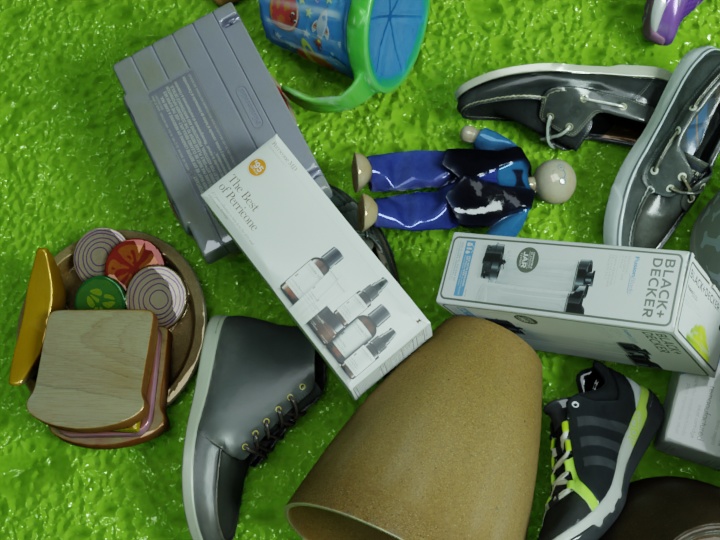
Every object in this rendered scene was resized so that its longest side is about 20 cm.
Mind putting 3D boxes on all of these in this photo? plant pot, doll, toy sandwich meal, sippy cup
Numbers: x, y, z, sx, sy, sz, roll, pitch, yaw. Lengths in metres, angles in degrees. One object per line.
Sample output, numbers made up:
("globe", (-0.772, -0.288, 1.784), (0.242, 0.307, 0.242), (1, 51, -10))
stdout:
("plant pot", (0.065, 0.143, 0.802), (0.184, 0.187, 0.202), (22, 64, 14))
("doll", (0.094, -0.068, 0.901), (0.196, 0.049, 0.139), (-5, 68, -8))
("toy sandwich meal", (-0.231, 0.055, 0.914), (0.201, 0.070, 0.210), (-2, 74, 8))
("plant pot", (0.239, 0.233, 0.726), (0.183, 0.200, 0.191), (-2, 73, 7))
("sippy cup", (-0.019, -0.245, 0.945), (0.128, 0.141, 0.178), (18, 46, 23))

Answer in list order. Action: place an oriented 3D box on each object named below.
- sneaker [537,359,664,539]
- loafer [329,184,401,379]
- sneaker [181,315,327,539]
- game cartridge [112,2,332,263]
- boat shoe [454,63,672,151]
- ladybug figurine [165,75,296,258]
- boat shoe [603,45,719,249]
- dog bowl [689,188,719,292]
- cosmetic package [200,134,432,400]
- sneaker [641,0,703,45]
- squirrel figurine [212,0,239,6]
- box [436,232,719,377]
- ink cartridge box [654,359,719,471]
("sneaker", (0.167, 0.144, 0.798), (0.083, 0.072, 0.200), (40, 45, 4))
("loafer", (0.000, 0.000, 0.899), (0.071, 0.063, 0.202), (-29, 72, -1))
("sneaker", (-0.087, 0.136, 0.866), (0.104, 0.075, 0.204), (1, 73, 11))
("game cartridge", (-0.123, -0.120, 0.892), (0.128, 0.038, 0.202), (-28, 74, 2))
("boat shoe", (0.181, -0.142, 0.908), (0.196, 0.072, 0.069), (2, 77, 4))
("ladybug figurine", (-0.124, -0.113, 0.945), (0.133, 0.072, 0.204), (-9, 73, 5))
("boat shoe", (0.266, -0.091, 0.858), (0.068, 0.056, 0.203), (19, 96, -31))
("dog bowl", (0.368, -0.020, 0.816), (0.196, 0.059, 0.203), (0, 51, 0))
("cosmetic package", (-0.035, -0.005, 0.810), (0.082, 0.051, 0.201), (-38, 74, -7))
("sneaker", (0.324, -0.287, 0.930), (0.087, 0.081, 0.202), (28, 79, 7))
("squirrel figurine", (-0.105, -0.375, 0.958), (0.196, 0.187, 0.144), (-18, 72, 2))
("box", (0.173, 0.025, 0.802), (0.197, 0.116, 0.061), (7, 72, 35))
("ink cartridge box", (0.347, 0.114, 0.813), (0.196, 0.068, 0.118), (16, 77, 12))
